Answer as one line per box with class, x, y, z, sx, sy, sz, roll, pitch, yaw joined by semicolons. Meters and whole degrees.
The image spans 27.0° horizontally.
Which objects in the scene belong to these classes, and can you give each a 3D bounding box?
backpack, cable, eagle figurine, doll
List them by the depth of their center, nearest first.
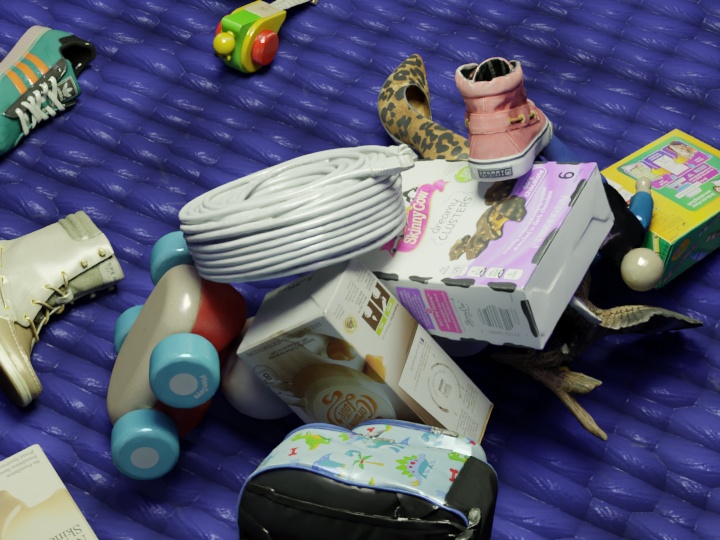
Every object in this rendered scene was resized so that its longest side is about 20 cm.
backpack;0.007;0.214;1.236;0.198;0.184;0.147;12;27;15
cable;-0.057;-0.050;1.304;0.199;0.070;0.200;-22;15;-19
eagle figurine;0.213;0.044;1.404;0.150;0.152;0.200;-9;24;50
doll;0.218;-0.060;1.414;0.136;0.049;0.200;-21;56;-24

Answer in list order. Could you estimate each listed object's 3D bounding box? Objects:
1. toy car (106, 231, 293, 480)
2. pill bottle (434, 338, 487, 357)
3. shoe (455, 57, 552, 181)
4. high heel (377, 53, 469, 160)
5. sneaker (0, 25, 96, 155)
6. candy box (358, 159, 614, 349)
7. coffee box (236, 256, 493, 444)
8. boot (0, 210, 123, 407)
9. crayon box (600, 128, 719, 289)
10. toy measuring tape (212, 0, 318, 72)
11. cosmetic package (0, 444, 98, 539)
toy car;-0.116;0.096;1.376;0.199;0.177;0.185;19;31;-20
pill bottle;0.120;-0.018;1.472;0.112;0.113;0.200;25;54;20
shoe;0.131;-0.150;1.358;0.071;0.092;0.200;-4;18;14
high heel;0.086;-0.161;1.582;0.142;0.071;0.201;-16;52;38
sneaker;-0.356;-0.199;1.654;0.079;0.072;0.201;8;48;13
candy box;0.098;-0.020;1.326;0.199;0.072;0.168;4;43;34
coffee box;0.006;0.095;1.303;0.114;0.200;0.080;-25;28;40
boot;-0.302;0.030;1.461;0.154;0.072;0.200;-19;51;-18
crayon box;0.310;-0.066;1.514;0.118;0.059;0.199;33;41;29
toy measuring tape;-0.112;-0.274;1.739;0.073;0.074;0.200;24;31;20
cosmetic package;-0.268;0.256;1.265;0.105;0.071;0.200;-28;55;-22
